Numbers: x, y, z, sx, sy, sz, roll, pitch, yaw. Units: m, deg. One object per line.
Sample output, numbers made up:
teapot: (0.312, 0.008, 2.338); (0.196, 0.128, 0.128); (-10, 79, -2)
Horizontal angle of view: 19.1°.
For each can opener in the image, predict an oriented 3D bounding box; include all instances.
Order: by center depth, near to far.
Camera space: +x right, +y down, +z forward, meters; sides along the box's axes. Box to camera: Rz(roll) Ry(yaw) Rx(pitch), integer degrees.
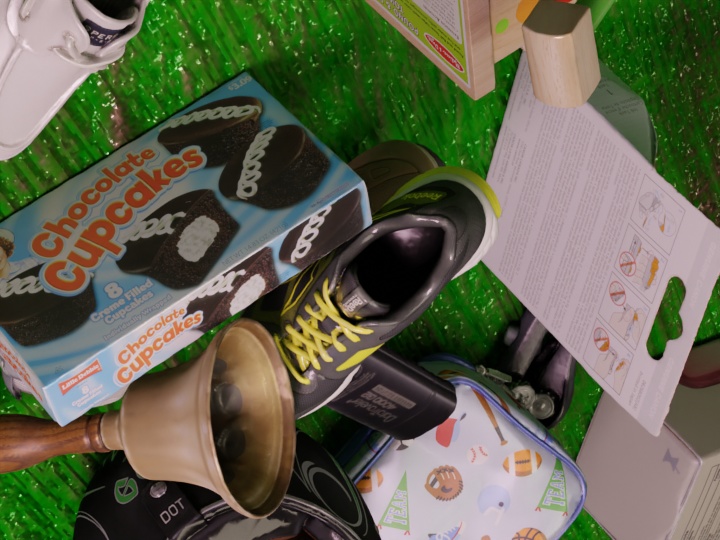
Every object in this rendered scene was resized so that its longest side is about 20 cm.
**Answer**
can opener: (0.140, 0.032, 1.497); (0.063, 0.079, 0.201); (19, 114, -11)

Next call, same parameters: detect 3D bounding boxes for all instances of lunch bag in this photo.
lunch bag: (0.048, 0.158, 1.461); (0.160, 0.076, 0.200); (39, 96, -16)

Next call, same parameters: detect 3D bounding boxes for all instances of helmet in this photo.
helmet: (-0.079, 0.178, 1.292); (0.198, 0.191, 0.202); (-4, 103, -16)

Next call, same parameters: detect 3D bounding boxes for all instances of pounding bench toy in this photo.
pounding bench toy: (0.101, -0.180, 1.098); (0.155, 0.200, 0.125); (-32, 143, -17)

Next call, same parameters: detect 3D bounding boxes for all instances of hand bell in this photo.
hand bell: (-0.145, 0.087, 1.154); (0.198, 0.105, 0.104); (-7, 154, 23)

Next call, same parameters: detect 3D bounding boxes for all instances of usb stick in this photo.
usb stick: (0.009, 0.071, 1.314); (0.055, 0.033, 0.200); (-31, 159, 11)

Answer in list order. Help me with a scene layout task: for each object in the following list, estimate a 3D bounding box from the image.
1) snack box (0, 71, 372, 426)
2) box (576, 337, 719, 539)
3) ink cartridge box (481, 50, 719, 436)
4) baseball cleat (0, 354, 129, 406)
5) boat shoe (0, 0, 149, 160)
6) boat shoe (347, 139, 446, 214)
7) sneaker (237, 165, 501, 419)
snack box: (-0.107, -0.015, 1.126); (0.199, 0.116, 0.037); (-34, 141, -16)
box: (0.282, 0.137, 1.695); (0.199, 0.109, 0.129); (-15, 136, -36)
ink cartridge box: (0.155, -0.024, 1.314); (0.050, 0.200, 0.163); (-18, 138, -34)
baseball cleat: (-0.114, 0.012, 1.205); (0.199, 0.070, 0.107); (-21, 148, -17)
boat shoe: (-0.134, -0.130, 1.024); (0.072, 0.066, 0.201); (12, 116, -51)
boat shoe: (0.000, 0.000, 1.299); (0.065, 0.072, 0.201); (-12, 140, -49)
sneaker: (-0.013, 0.017, 1.167); (0.200, 0.075, 0.085); (-44, 178, 16)
